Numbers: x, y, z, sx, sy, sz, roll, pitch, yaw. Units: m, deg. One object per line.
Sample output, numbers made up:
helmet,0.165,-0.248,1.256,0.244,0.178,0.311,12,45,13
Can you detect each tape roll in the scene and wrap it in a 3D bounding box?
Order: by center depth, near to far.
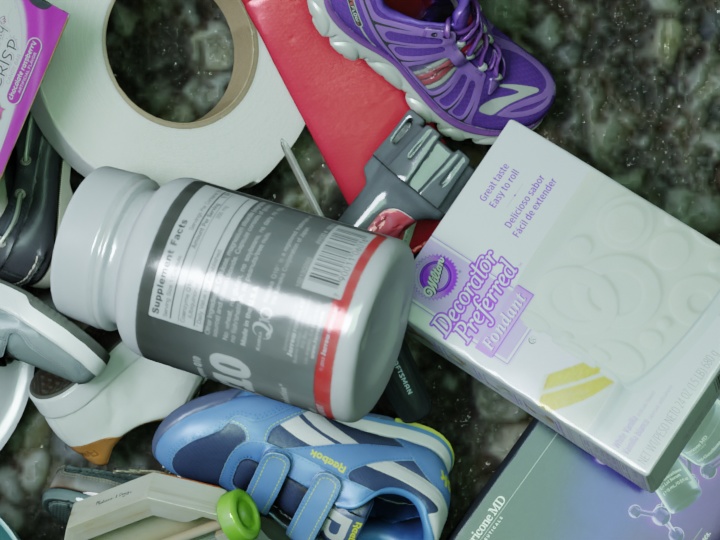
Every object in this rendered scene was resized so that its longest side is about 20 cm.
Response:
tape roll,-0.121,-0.142,1.471,0.202,0.037,0.204,2,86,-25

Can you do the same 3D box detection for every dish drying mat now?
dish drying mat,0.002,-0.105,1.488,0.076,0.018,0.201,-29,103,-3

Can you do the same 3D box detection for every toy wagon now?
toy wagon,-0.101,0.209,1.439,0.154,0.040,0.200,-22,124,25

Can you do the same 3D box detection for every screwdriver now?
screwdriver,-0.001,0.006,1.425,0.029,0.028,0.201,-16,107,19

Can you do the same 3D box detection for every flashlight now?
flashlight,0.000,0.000,1.467,0.200,0.068,0.068,-50,46,4

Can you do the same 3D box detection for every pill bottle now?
pill bottle,-0.077,0.010,1.380,0.199,0.114,0.115,17,84,15

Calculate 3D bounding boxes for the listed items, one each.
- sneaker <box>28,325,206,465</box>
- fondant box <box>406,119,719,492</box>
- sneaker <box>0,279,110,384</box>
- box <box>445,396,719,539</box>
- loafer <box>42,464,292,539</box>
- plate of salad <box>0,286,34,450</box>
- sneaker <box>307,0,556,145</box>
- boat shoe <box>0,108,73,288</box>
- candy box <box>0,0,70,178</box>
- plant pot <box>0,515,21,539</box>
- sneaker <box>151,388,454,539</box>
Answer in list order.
sneaker,-0.118,0.046,1.487,0.200,0.073,0.085,-39,121,-12
fondant box,0.137,0.021,1.419,0.199,0.058,0.145,33,83,20
sneaker,-0.264,0.055,1.409,0.199,0.084,0.121,24,77,11
box,0.164,0.141,1.467,0.141,0.079,0.200,36,85,5
loafer,-0.103,0.157,1.472,0.199,0.072,0.063,19,64,-6
plate of salad,-0.310,0.053,1.478,0.199,0.048,0.202,1,82,-9
sneaker,0.056,-0.144,1.455,0.199,0.083,0.081,27,64,-35
boat shoe,-0.224,-0.090,1.472,0.062,0.072,0.202,5,79,-39
candy box,-0.267,-0.113,1.424,0.061,0.200,0.137,26,84,-30
plant pot,-0.286,0.219,1.418,0.199,0.135,0.202,0,88,-1
sneaker,-0.032,0.129,1.433,0.199,0.074,0.083,10,47,-14
